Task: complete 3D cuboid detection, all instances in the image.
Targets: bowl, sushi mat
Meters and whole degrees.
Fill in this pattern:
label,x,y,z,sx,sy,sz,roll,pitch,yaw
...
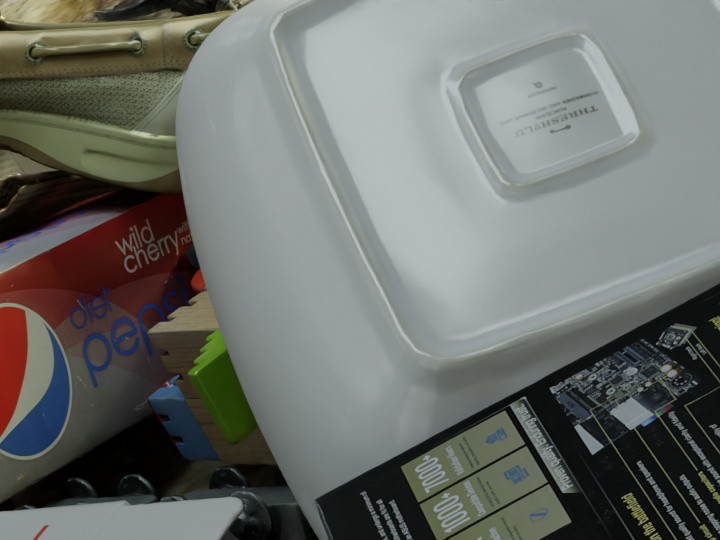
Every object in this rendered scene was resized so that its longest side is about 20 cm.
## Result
label,x,y,z,sx,sy,sz,roll,pitch,yaw
bowl,0.053,-0.025,0.772,0.200,0.075,0.200,-20,59,-5
sushi mat,-0.131,-0.012,1.012,0.096,0.012,0.200,-33,-2,11

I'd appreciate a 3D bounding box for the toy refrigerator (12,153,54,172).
label,x,y,z,sx,sy,sz,roll,pitch,yaw
toy refrigerator,-0.204,-0.006,1.114,0.200,0.070,0.076,-43,16,-25

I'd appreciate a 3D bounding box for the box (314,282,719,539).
label,x,y,z,sx,sy,sz,roll,pitch,yaw
box,0.095,0.091,0.630,0.164,0.086,0.200,-28,25,-1

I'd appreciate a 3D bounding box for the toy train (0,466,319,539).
label,x,y,z,sx,sy,sz,roll,pitch,yaw
toy train,-0.078,0.089,0.852,0.200,0.046,0.034,-8,13,41

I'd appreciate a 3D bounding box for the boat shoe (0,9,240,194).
label,x,y,z,sx,sy,sz,roll,pitch,yaw
boat shoe,-0.122,-0.076,0.949,0.200,0.063,0.073,16,17,31

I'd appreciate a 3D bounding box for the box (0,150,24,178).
label,x,y,z,sx,sy,sz,roll,pitch,yaw
box,-0.177,-0.016,0.928,0.039,0.041,0.200,-35,-1,23

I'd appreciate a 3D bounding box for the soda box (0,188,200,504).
label,x,y,z,sx,sy,sz,roll,pitch,yaw
soda box,-0.114,0.028,0.901,0.063,0.070,0.200,-13,10,35

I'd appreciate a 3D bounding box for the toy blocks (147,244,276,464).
label,x,y,z,sx,sy,sz,roll,pitch,yaw
toy blocks,0.000,0.000,0.900,0.200,0.100,0.137,-38,16,-27

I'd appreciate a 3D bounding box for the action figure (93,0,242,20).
label,x,y,z,sx,sy,sz,roll,pitch,yaw
action figure,-0.024,-0.156,1.191,0.200,0.102,0.119,-39,33,0

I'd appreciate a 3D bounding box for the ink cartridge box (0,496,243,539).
label,x,y,z,sx,sy,sz,roll,pitch,yaw
ink cartridge box,-0.118,0.126,0.740,0.200,0.068,0.116,-8,32,36
